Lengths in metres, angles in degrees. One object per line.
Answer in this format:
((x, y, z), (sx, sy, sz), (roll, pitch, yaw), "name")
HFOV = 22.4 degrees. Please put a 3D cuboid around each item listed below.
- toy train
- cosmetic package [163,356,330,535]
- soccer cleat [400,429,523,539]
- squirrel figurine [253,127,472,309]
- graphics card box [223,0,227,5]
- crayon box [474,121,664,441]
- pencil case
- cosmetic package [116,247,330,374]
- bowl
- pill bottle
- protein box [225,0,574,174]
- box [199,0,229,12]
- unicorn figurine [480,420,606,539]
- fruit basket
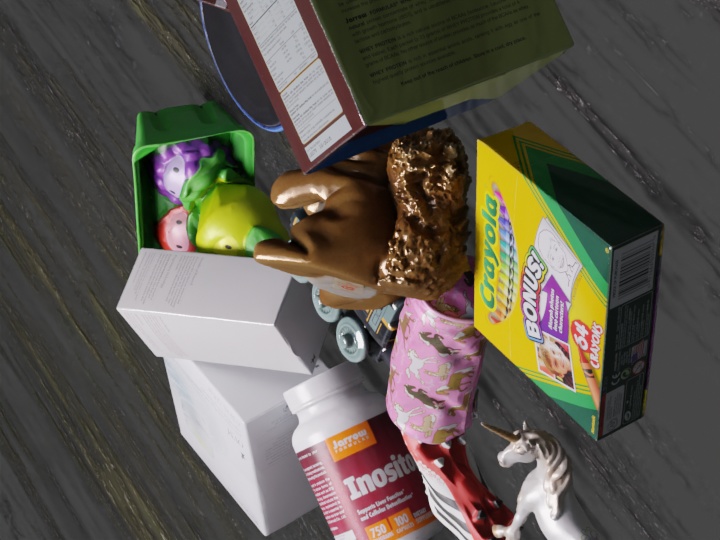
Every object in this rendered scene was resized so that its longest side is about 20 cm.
((0.000, 0.000, 1.766), (0.200, 0.085, 0.114), (55, 140, 27), "toy train")
((-0.123, 0.153, 2.059), (0.199, 0.123, 0.201), (44, 154, 39), "cosmetic package")
((0.086, 0.199, 1.774), (0.200, 0.068, 0.085), (58, 150, 9), "soccer cleat")
((0.023, -0.073, 1.570), (0.199, 0.141, 0.188), (2, 72, 37), "squirrel figurine")
((-0.055, -0.251, 1.525), (0.125, 0.051, 0.200), (-35, 96, 32), "graphics card box")
((0.163, 0.007, 1.467), (0.173, 0.058, 0.201), (43, 146, 41), "crayon box")
((0.076, 0.072, 1.665), (0.201, 0.086, 0.083), (98, 155, -49), "pencil case")
((-0.143, 0.044, 1.932), (0.199, 0.085, 0.108), (5, 149, 25), "cosmetic package")
((-0.099, -0.232, 1.805), (0.201, 0.039, 0.201), (44, 147, 39), "bowl")
((-0.002, 0.200, 1.889), (0.201, 0.113, 0.113), (64, 155, 4), "pill bottle")
((0.019, -0.213, 1.400), (0.201, 0.198, 0.135), (66, 154, 3), "protein box")
((-0.168, -0.327, 1.759), (0.200, 0.075, 0.101), (36, 108, 53), "box")
((0.170, 0.222, 1.635), (0.200, 0.074, 0.137), (47, 142, 8), "unicorn figurine")
((-0.167, -0.060, 1.980), (0.216, 0.155, 0.217), (170, 90, -77), "fruit basket")
